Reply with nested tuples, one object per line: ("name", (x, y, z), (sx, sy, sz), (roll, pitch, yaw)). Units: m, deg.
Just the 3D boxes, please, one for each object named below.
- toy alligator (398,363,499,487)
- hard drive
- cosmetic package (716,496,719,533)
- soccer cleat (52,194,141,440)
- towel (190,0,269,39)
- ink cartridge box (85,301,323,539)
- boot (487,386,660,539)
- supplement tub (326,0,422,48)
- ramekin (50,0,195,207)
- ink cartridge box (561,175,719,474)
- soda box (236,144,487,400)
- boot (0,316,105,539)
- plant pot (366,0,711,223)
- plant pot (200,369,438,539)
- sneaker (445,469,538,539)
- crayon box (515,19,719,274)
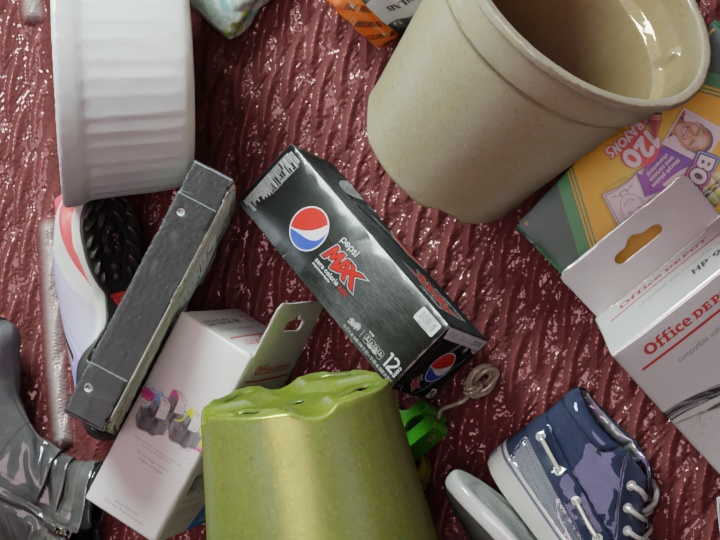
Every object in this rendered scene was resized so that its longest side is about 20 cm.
("toy alligator", (0.024, 0.129, 1.200), (0.200, 0.059, 0.054), (-47, 37, 12))
("hard drive", (-0.150, 0.025, 1.182), (0.038, 0.140, 0.201), (26, 81, -1))
("cosmetic package", (0.314, 0.240, 1.067), (0.103, 0.073, 0.201), (-18, 105, 15))
("soccer cleat", (-0.208, 0.033, 1.271), (0.073, 0.068, 0.201), (11, 107, 51))
("towel", (-0.096, -0.308, 1.238), (0.171, 0.048, 0.200), (45, 102, 13))
("ink cartridge box", (-0.113, 0.095, 1.207), (0.068, 0.115, 0.201), (31, 98, 14))
("boot", (0.182, 0.183, 1.138), (0.090, 0.073, 0.200), (-43, 78, 18))
("supplement tub", (0.054, -0.262, 1.152), (0.200, 0.122, 0.123), (-44, 78, 12))
("ramekin", (-0.176, -0.149, 1.185), (0.097, 0.200, 0.201), (-2, 89, -10))
("ink cartridge box", (0.241, 0.048, 1.079), (0.116, 0.068, 0.200), (-41, 107, 13))
("soda box", (0.000, 0.000, 1.172), (0.063, 0.071, 0.200), (-46, 62, 12))
("boot", (-0.255, 0.141, 1.275), (0.131, 0.070, 0.201), (12, 105, 22))
("plant pot", (0.101, -0.134, 1.093), (0.201, 0.200, 0.184), (52, 134, 11))
("plant pot", (-0.030, 0.170, 1.089), (0.200, 0.200, 0.185), (-8, 97, 17))
("sneaker", (0.102, 0.240, 1.147), (0.099, 0.071, 0.200), (-38, 99, 12))
("crayon box", (0.223, -0.060, 1.133), (0.119, 0.058, 0.200), (46, 102, 12))
